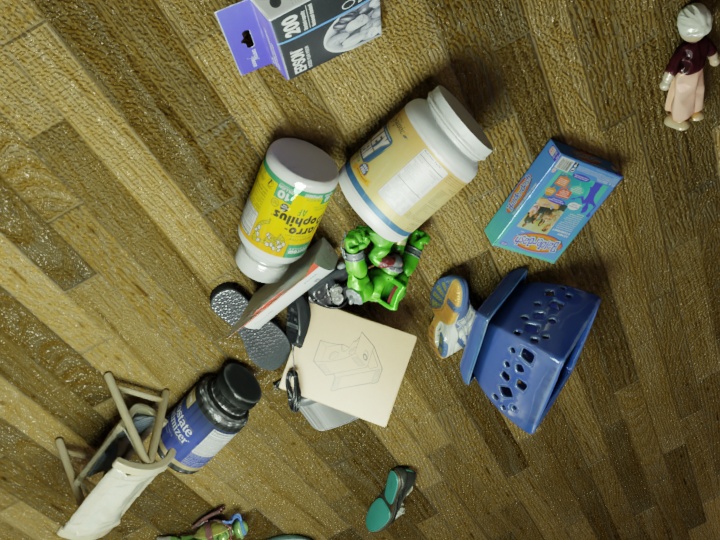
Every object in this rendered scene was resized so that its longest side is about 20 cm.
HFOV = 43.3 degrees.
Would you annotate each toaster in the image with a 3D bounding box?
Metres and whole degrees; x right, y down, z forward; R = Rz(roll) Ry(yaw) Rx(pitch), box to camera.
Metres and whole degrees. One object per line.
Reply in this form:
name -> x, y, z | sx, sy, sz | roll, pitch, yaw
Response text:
toaster -> -0.049, 0.209, 1.645 | 0.198, 0.114, 0.130 | -25, 139, 0

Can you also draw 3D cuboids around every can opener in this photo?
can opener -> 0.000, 0.000, 1.503 | 0.198, 0.079, 0.064 | -28, 127, -6

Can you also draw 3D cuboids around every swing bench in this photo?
swing bench -> -0.417, 0.324, 1.543 | 0.129, 0.201, 0.199 | 24, 121, -37

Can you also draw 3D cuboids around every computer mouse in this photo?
computer mouse -> -0.101, 0.137, 1.518 | 0.034, 0.058, 0.204 | -1, 98, -27

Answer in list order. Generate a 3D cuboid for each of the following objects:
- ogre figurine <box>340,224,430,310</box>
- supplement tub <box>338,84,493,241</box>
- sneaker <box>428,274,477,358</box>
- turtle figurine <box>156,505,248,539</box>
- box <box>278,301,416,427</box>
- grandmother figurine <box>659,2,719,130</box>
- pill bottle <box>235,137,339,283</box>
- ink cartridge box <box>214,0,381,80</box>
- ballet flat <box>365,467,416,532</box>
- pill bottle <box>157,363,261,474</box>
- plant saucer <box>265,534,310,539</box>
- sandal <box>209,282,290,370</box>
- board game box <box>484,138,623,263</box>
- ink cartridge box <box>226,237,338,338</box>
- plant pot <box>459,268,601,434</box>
ogre figurine -> 0.034, -0.007, 1.426 | 0.097, 0.200, 0.122 | 16, 102, 16
supplement tub -> 0.081, -0.156, 1.325 | 0.200, 0.146, 0.144 | -41, 133, 18
sneaker -> 0.177, 0.072, 1.645 | 0.087, 0.076, 0.202 | -19, 144, -20
turtle figurine -> -0.323, 0.601, 1.888 | 0.190, 0.145, 0.202 | -7, 131, -10
box -> -0.022, 0.156, 1.553 | 0.197, 0.021, 0.166 | 20, 94, 0
grandmother figurine -> 0.509, -0.317, 1.410 | 0.121, 0.060, 0.202 | -37, 139, -26
pill bottle -> -0.116, -0.083, 1.339 | 0.111, 0.114, 0.201 | 8, 128, -28
ink cartridge box -> -0.068, -0.304, 1.120 | 0.198, 0.044, 0.198 | -26, 171, -2
ballet flat -> 0.076, 0.514, 2.021 | 0.067, 0.068, 0.202 | -2, 133, -32
pill bottle -> -0.268, 0.259, 1.606 | 0.111, 0.113, 0.200 | 27, 118, -38
plant saucer -> -0.189, 0.664, 2.085 | 0.197, 0.028, 0.202 | -11, 135, -11
sandal -> -0.180, 0.090, 1.534 | 0.075, 0.043, 0.201 | -28, 125, 5
board game box -> 0.325, -0.112, 1.535 | 0.150, 0.045, 0.201 | 14, 125, -32
ink cartridge box -> -0.116, 0.039, 1.403 | 0.162, 0.201, 0.057 | -38, 105, 16
plant pot -> 0.294, 0.130, 1.626 | 0.200, 0.178, 0.202 | -44, 155, -42
